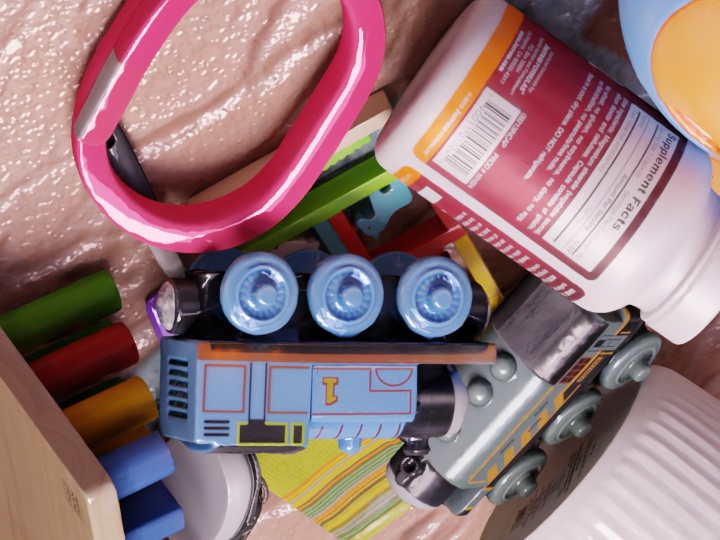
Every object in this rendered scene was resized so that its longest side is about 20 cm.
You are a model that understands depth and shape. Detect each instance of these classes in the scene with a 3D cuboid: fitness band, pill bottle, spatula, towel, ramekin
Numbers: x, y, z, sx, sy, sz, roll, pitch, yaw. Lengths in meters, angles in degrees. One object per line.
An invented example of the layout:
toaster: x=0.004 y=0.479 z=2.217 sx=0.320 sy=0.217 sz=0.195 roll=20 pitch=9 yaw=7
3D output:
fitness band: x=-0.072 y=-0.098 z=1.524 sx=0.143 sy=0.037 sz=0.200 roll=20 pitch=116 yaw=-31
pill bottle: x=0.116 y=-0.050 z=1.543 sx=0.200 sy=0.113 sz=0.113 roll=35 pitch=116 yaw=-6
spatula: x=-0.112 y=-0.014 z=1.608 sx=0.056 sy=0.021 sz=0.200 roll=-23 pitch=134 yaw=1
towel: x=-0.034 y=0.107 z=1.752 sx=0.086 sy=0.018 sz=0.200 roll=-40 pitch=132 yaw=15
ramekin: x=0.161 y=0.151 z=1.746 sx=0.105 sy=0.200 sz=0.200 roll=40 pitch=112 yaw=-8

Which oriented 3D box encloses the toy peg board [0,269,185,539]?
toy peg board: x=-0.145 y=0.113 z=1.601 sx=0.097 sy=0.199 sz=0.201 roll=-25 pitch=137 yaw=-20

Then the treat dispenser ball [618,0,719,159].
treat dispenser ball: x=0.236 y=-0.147 z=1.495 sx=0.200 sy=0.201 sz=0.202 roll=-11 pitch=134 yaw=-12

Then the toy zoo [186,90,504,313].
toy zoo: x=0.000 y=0.000 z=1.651 sx=0.131 sy=0.021 sz=0.200 roll=-29 pitch=129 yaw=5

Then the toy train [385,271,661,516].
toy train: x=0.096 y=0.068 z=1.700 sx=0.200 sy=0.085 sz=0.114 roll=-48 pitch=157 yaw=20

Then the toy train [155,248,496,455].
toy train: x=-0.020 y=0.046 z=1.590 sx=0.199 sy=0.087 sz=0.115 roll=1 pitch=93 yaw=-23

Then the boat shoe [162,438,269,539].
boat shoe: x=-0.088 y=0.135 z=1.690 sx=0.056 sy=0.069 sz=0.200 roll=-15 pitch=166 yaw=-22

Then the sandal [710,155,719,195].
sandal: x=0.146 y=-0.058 z=1.641 sx=0.206 sy=0.059 sz=0.079 roll=10 pitch=126 yaw=-28
